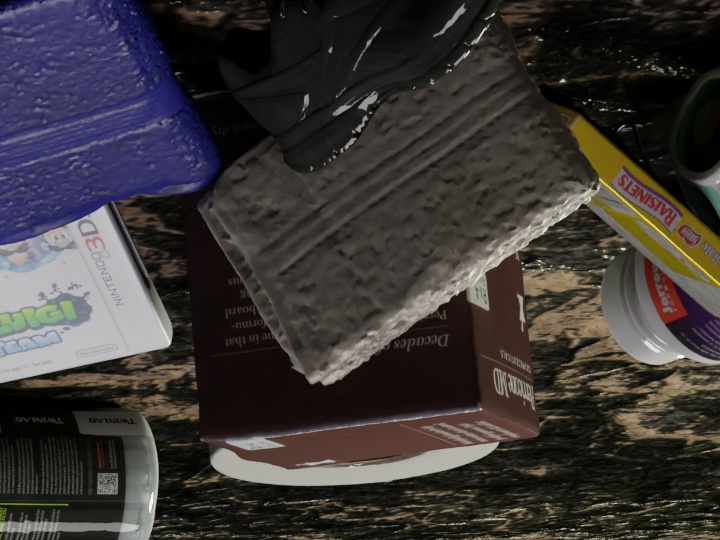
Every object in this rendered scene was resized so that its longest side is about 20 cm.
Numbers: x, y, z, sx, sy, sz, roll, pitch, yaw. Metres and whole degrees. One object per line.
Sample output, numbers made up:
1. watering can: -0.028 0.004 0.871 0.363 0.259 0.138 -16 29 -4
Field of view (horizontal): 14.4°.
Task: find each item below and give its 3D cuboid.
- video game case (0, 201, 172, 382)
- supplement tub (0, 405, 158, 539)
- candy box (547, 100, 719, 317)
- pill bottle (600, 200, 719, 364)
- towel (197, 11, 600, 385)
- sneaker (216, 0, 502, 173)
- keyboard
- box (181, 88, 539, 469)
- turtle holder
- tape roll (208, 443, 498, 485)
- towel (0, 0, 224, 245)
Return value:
1. video game case: -0.230 0.001 1.665 0.199 0.024 0.182 -12 137 9
2. supplement tub: -0.272 0.170 2.304 0.199 0.123 0.123 3 162 -22
3. candy box: 0.166 -0.029 1.631 0.200 0.026 0.102 39 178 -24
4. pill bottle: 0.251 -0.003 1.878 0.111 0.112 0.200 7 160 -34
5. towel: 0.019 -0.041 1.533 0.200 0.133 0.034 -34 165 12
6. sneaker: 0.003 -0.129 1.448 0.091 0.076 0.200 42 125 -15
7. keyboard: 0.174 -0.057 1.696 0.200 0.040 0.104 40 174 -26
8. box: 0.000 0.000 1.640 0.163 0.201 0.166 -8 170 14
9. turtle holder: 0.247 -0.073 1.643 0.131 0.186 0.141 18 121 -23
10. tape roll: -0.009 0.059 1.968 0.202 0.140 0.203 -4 164 -1
11. towel: -0.168 -0.096 1.501 0.147 0.050 0.200 -16 147 7
